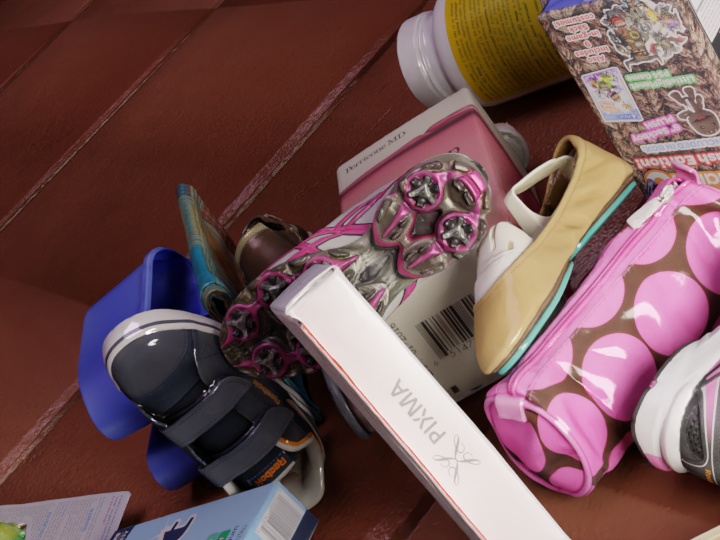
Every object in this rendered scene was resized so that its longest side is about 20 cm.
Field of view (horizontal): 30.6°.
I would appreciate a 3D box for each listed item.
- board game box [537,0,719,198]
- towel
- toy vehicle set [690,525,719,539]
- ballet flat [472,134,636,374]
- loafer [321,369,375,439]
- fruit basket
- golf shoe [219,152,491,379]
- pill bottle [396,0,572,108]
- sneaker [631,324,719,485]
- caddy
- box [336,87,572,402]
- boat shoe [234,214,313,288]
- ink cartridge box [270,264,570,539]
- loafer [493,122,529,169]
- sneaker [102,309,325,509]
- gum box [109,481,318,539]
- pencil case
[{"bbox_3d":[0.228,-0.144,0.848,0.096,0.201,0.160,-4,43,46],"label":"board game box"},{"bbox_3d":[-0.090,0.021,1.028,0.022,0.147,0.200,-33,29,4],"label":"towel"},{"bbox_3d":[0.178,0.170,0.597,0.199,0.027,0.125,-30,28,12],"label":"toy vehicle set"},{"bbox_3d":[0.104,-0.015,0.803,0.200,0.063,0.069,-49,-2,-43],"label":"ballet flat"},{"bbox_3d":[0.003,0.044,0.975,0.063,0.072,0.201,-29,28,9],"label":"loafer"},{"bbox_3d":[-0.282,0.255,1.005,0.197,0.094,0.186,-6,40,20],"label":"fruit basket"},{"bbox_3d":[0.000,0.000,0.832,0.199,0.073,0.092,-34,6,10],"label":"golf shoe"},{"bbox_3d":[0.134,-0.208,1.130,0.198,0.113,0.113,-16,36,34],"label":"pill bottle"},{"bbox_3d":[0.242,0.042,0.722,0.086,0.080,0.201,26,75,45],"label":"sneaker"},{"bbox_3d":[-0.136,0.069,1.020,0.104,0.142,0.201,-34,30,13],"label":"caddy"},{"bbox_3d":[0.065,-0.019,0.950,0.127,0.109,0.201,-31,31,14],"label":"box"},{"bbox_3d":[-0.061,0.004,0.955,0.075,0.075,0.202,-53,15,3],"label":"boat shoe"},{"bbox_3d":[0.036,0.084,0.696,0.043,0.200,0.174,-41,6,-7],"label":"ink cartridge box"},{"bbox_3d":[0.046,-0.064,1.080,0.199,0.072,0.063,-33,22,15],"label":"loafer"},{"bbox_3d":[-0.085,0.097,0.870,0.078,0.200,0.080,-39,46,13],"label":"sneaker"},{"bbox_3d":[-0.135,0.230,0.846,0.199,0.045,0.171,-25,26,45],"label":"gum box"},{"bbox_3d":[0.157,0.034,0.788,0.090,0.094,0.200,22,66,44],"label":"pencil case"}]
